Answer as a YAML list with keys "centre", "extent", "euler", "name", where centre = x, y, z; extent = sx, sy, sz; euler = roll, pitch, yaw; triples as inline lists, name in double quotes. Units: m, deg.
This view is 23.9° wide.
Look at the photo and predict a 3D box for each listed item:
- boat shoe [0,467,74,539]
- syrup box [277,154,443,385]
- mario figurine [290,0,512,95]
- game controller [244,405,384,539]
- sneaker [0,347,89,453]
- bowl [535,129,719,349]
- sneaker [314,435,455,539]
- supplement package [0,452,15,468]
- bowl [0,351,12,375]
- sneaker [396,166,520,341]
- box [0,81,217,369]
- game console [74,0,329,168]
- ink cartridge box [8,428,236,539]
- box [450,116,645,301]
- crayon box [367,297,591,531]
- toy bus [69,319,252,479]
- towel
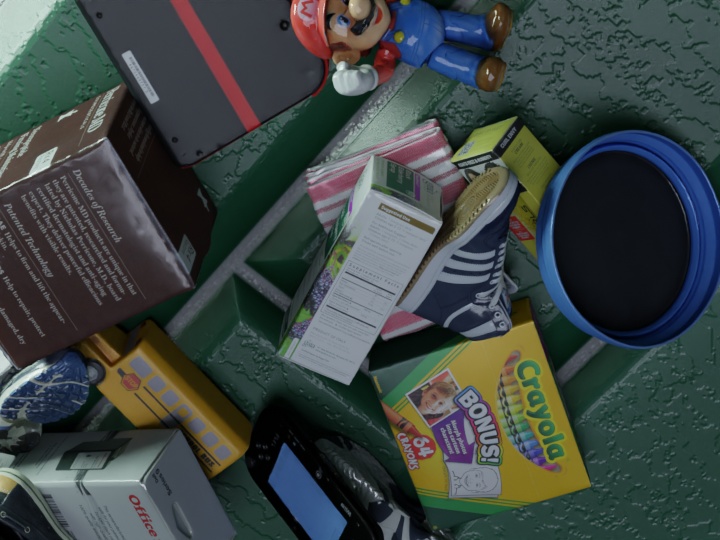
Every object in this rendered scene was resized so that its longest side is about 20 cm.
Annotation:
- centre: [-0.319, 0.288, 1.703]
  extent: [0.074, 0.062, 0.201]
  euler: [-11, 122, 36]
  name: "boat shoe"
- centre: [0.000, 0.000, 1.615]
  extent: [0.081, 0.079, 0.201]
  euler: [23, 116, -10]
  name: "syrup box"
- centre: [0.036, -0.217, 1.519]
  extent: [0.198, 0.124, 0.107]
  euler: [9, 129, -6]
  name: "mario figurine"
- centre: [-0.048, 0.229, 1.713]
  extent: [0.042, 0.200, 0.105]
  euler: [-23, 148, -32]
  name: "game controller"
- centre: [-0.330, 0.109, 1.683]
  extent: [0.077, 0.086, 0.200]
  euler: [12, 149, -33]
  name: "sneaker"
- centre: [0.249, -0.028, 1.581]
  extent: [0.199, 0.039, 0.202]
  euler: [1, 87, -28]
  name: "bowl"
- centre: [-0.007, 0.271, 1.775]
  extent: [0.130, 0.080, 0.199]
  euler: [-43, 115, 13]
  name: "sneaker"
- centre: [-0.474, 0.250, 1.766]
  extent: [0.198, 0.121, 0.121]
  euler: [14, 116, -3]
  name: "supplement package"
- centre: [-0.428, 0.028, 1.665]
  extent: [0.199, 0.075, 0.201]
  euler: [-25, 105, 25]
  name: "bowl"
- centre: [0.121, -0.010, 1.596]
  extent: [0.108, 0.070, 0.200]
  euler: [29, 134, -10]
  name: "sneaker"
- centre: [-0.265, -0.045, 1.588]
  extent: [0.199, 0.166, 0.165]
  euler: [-25, 112, 13]
  name: "box"
- centre: [-0.140, -0.215, 1.560]
  extent: [0.176, 0.031, 0.201]
  euler: [-28, 111, 5]
  name: "game console"
- centre: [-0.245, 0.242, 1.725]
  extent: [0.199, 0.084, 0.147]
  euler: [-5, 124, 33]
  name: "ink cartridge box"
- centre: [0.177, -0.053, 1.608]
  extent: [0.200, 0.050, 0.075]
  euler: [47, 153, -19]
  name: "box"
- centre: [0.121, 0.148, 1.721]
  extent: [0.171, 0.058, 0.201]
  euler: [-17, 114, 11]
  name: "crayon box"
- centre: [-0.204, 0.121, 1.721]
  extent: [0.078, 0.065, 0.200]
  euler: [-36, 109, 18]
  name: "toy bus"
- centre: [0.048, -0.037, 1.655]
  extent: [0.145, 0.030, 0.201]
  euler: [-21, 116, 13]
  name: "towel"
